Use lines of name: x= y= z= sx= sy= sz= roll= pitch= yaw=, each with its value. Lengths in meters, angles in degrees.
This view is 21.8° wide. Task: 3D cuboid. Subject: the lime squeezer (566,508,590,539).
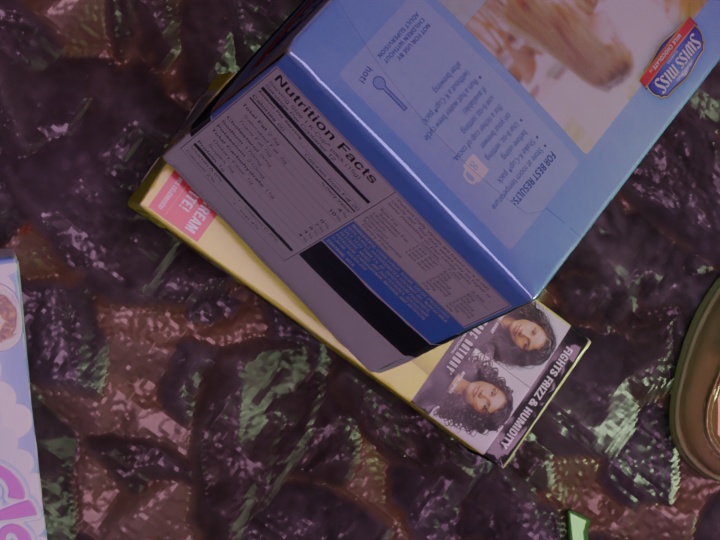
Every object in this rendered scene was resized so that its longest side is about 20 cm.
lime squeezer: x=0.087 y=0.217 z=0.864 sx=0.071 sy=0.038 sz=0.200 roll=26 pitch=88 yaw=-13

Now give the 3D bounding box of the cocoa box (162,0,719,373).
cocoa box: x=0.045 y=-0.082 z=0.754 sx=0.133 sy=0.131 sz=0.200 roll=45 pitch=61 yaw=-9

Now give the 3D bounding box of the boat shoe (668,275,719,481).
boat shoe: x=0.213 y=0.010 z=0.868 sx=0.073 sy=0.063 sz=0.200 roll=32 pitch=86 yaw=-14

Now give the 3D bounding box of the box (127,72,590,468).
box: x=0.000 y=0.000 z=0.824 sx=0.200 sy=0.050 sz=0.075 roll=37 pitch=85 yaw=-12

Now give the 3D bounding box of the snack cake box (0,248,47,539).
snack cake box: x=-0.189 y=0.097 z=0.777 sx=0.115 sy=0.067 sz=0.200 roll=-7 pitch=95 yaw=-12
